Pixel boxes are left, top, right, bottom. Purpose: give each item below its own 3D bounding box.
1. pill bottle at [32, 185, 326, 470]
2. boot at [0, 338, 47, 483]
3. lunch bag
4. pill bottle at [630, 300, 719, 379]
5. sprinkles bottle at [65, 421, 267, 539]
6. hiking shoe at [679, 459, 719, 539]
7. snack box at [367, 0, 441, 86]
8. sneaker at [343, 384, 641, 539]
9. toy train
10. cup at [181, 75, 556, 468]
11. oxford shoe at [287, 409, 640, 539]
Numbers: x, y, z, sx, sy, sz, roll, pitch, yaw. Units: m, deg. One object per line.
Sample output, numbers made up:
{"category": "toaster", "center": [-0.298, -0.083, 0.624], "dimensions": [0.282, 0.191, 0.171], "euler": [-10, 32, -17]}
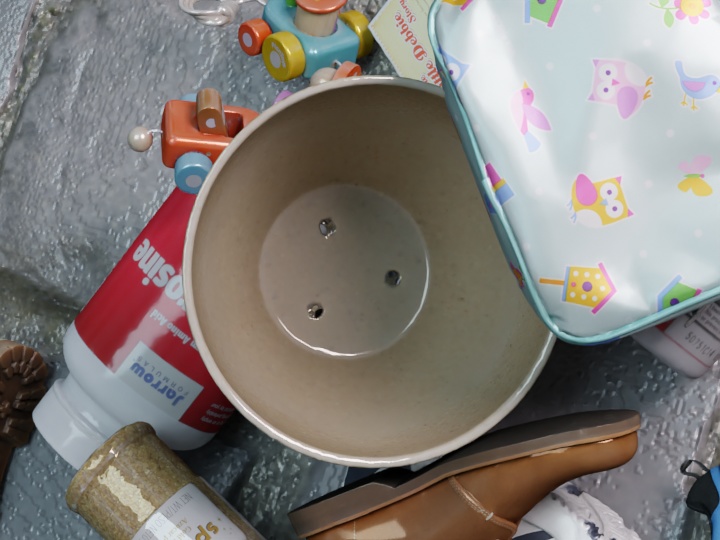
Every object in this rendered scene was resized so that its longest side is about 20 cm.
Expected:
{"category": "pill bottle", "center": [-0.107, 0.034, 1.243], "dimensions": [0.112, 0.112, 0.200], "euler": [42, 98, 32]}
{"category": "boot", "center": [-0.290, 0.132, 1.347], "dimensions": [0.107, 0.075, 0.201], "euler": [15, 75, 35]}
{"category": "lunch bag", "center": [0.133, -0.068, 1.007], "dimensions": [0.160, 0.077, 0.201], "euler": [-22, 87, 3]}
{"category": "pill bottle", "center": [0.203, -0.051, 1.091], "dimensions": [0.200, 0.114, 0.114], "euler": [-48, 59, 9]}
{"category": "sprinkles bottle", "center": [-0.077, 0.175, 1.156], "dimensions": [0.200, 0.068, 0.068], "euler": [42, 98, 14]}
{"category": "hiking shoe", "center": [0.222, 0.184, 1.047], "dimensions": [0.087, 0.074, 0.201], "euler": [-25, 57, 36]}
{"category": "snack box", "center": [0.087, -0.120, 1.192], "dimensions": [0.116, 0.037, 0.200], "euler": [-50, 48, 24]}
{"category": "sneaker", "center": [0.059, 0.163, 1.134], "dimensions": [0.199, 0.079, 0.130], "euler": [31, 97, 28]}
{"category": "toy train", "center": [-0.057, -0.124, 1.228], "dimensions": [0.150, 0.056, 0.200], "euler": [9, 41, -7]}
{"category": "cup", "center": [0.000, 0.000, 1.113], "dimensions": [0.199, 0.143, 0.201], "euler": [0, 90, -7]}
{"category": "oxford shoe", "center": [0.062, 0.124, 1.068], "dimensions": [0.200, 0.071, 0.071], "euler": [-24, 86, 24]}
